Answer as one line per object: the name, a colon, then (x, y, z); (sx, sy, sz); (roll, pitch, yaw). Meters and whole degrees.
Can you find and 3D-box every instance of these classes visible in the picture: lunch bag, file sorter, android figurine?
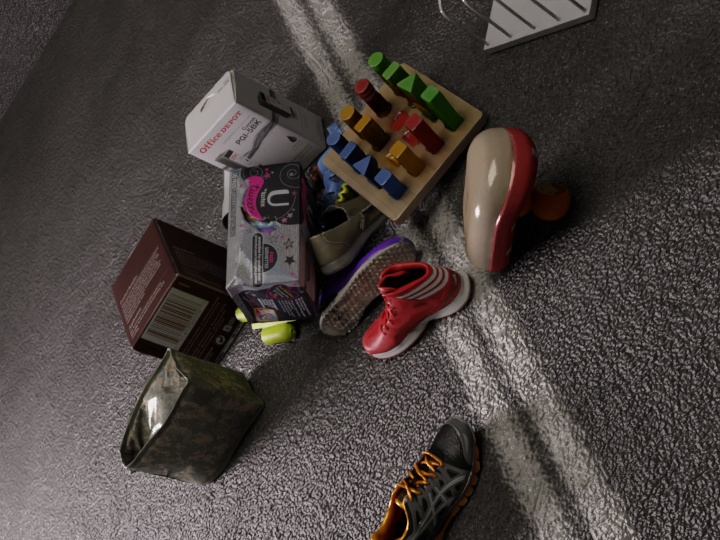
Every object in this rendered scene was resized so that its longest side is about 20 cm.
lunch bag: (-0.280, 0.249, 1.763); (0.201, 0.163, 0.118); (-57, 41, 11)
file sorter: (0.220, -0.413, 1.514); (0.199, 0.124, 0.140); (-8, 64, 52)
android figurine: (-0.141, 0.027, 1.767); (0.199, 0.041, 0.184); (-12, 90, 47)

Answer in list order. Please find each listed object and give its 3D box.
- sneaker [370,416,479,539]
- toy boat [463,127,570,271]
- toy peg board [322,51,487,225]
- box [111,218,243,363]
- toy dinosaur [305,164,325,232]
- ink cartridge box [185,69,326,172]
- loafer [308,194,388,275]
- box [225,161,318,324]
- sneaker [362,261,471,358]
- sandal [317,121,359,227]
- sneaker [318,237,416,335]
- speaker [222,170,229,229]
sneaker: (0.080, 0.273, 1.341); (0.078, 0.077, 0.201); (18, 84, 57)
toy boat: (0.198, -0.089, 1.362); (0.201, 0.129, 0.132); (87, -178, -59)
toy peg board: (0.041, -0.208, 1.590); (0.200, 0.098, 0.200); (-50, 48, 1)
box: (-0.317, 0.046, 1.933); (0.166, 0.163, 0.200); (-55, 35, 16)
toy dinosaur: (-0.084, -0.106, 1.796); (0.136, 0.101, 0.202); (-102, 28, -69)
ink cartridge box: (-0.182, -0.234, 1.883); (0.147, 0.199, 0.083); (-41, 43, 32)
loafer: (-0.013, -0.077, 1.621); (0.075, 0.070, 0.200); (-23, 22, 39)
box: (-0.127, -0.041, 1.623); (0.114, 0.132, 0.202); (-7, 62, 8)
sneaker: (0.045, 0.043, 1.488); (0.200, 0.115, 0.079); (-41, 42, 32)
sandal: (-0.030, -0.158, 1.723); (0.086, 0.080, 0.201); (13, 70, 19)
sneaker: (-0.001, 0.000, 1.617); (0.200, 0.069, 0.100); (-44, 38, 29)
speaker: (-0.212, -0.166, 1.991); (0.081, 0.081, 0.201); (-35, 46, 37)
